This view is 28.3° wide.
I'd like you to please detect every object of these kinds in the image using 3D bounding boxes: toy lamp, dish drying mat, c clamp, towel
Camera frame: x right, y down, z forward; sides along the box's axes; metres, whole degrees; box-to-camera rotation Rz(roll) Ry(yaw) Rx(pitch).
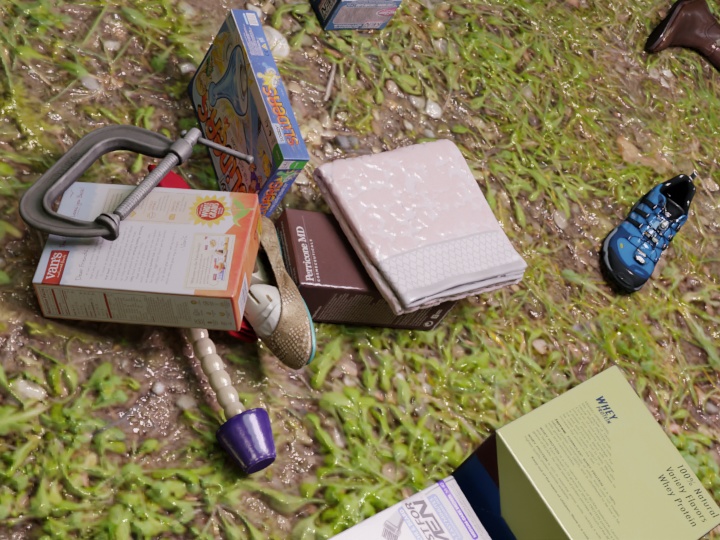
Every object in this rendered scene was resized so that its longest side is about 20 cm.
[{"bbox_3d":[-0.139,0.104,1.401,0.058,0.058,0.201,-11,65,-37],"label":"toy lamp"},{"bbox_3d":[-0.161,-0.019,1.477,0.201,0.018,0.077,63,13,20],"label":"dish drying mat"},{"bbox_3d":[-0.230,-0.090,1.400,0.170,0.027,0.200,23,49,24],"label":"c clamp"},{"bbox_3d":[0.069,-0.053,1.556,0.199,0.032,0.192,-14,65,-39],"label":"towel"}]

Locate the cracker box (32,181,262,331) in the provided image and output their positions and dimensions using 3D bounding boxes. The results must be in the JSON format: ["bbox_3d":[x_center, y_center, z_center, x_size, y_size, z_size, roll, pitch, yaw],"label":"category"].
[{"bbox_3d":[-0.204,-0.015,1.389,0.197,0.058,0.135,5,50,7],"label":"cracker box"}]

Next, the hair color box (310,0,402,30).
[{"bbox_3d":[-0.033,-0.407,1.841,0.099,0.061,0.202,-8,63,-35],"label":"hair color box"}]

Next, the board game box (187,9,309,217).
[{"bbox_3d":[-0.125,-0.162,1.552,0.034,0.136,0.202,-2,58,-33],"label":"board game box"}]

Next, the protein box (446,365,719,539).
[{"bbox_3d":[0.226,0.241,1.472,0.199,0.135,0.199,-22,70,-40],"label":"protein box"}]

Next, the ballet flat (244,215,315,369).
[{"bbox_3d":[-0.103,0.019,1.462,0.065,0.071,0.201,14,35,-36],"label":"ballet flat"}]

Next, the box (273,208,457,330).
[{"bbox_3d":[0.000,0.000,1.554,0.198,0.075,0.101,4,55,-27],"label":"box"}]

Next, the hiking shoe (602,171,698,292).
[{"bbox_3d":[0.367,-0.056,1.812,0.074,0.087,0.201,36,46,-3],"label":"hiking shoe"}]

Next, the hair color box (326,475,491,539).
[{"bbox_3d":[0.036,0.288,1.370,0.199,0.065,0.110,-21,71,-39],"label":"hair color box"}]

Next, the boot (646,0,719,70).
[{"bbox_3d":[0.533,-0.317,2.134,0.200,0.064,0.187,45,48,-2],"label":"boot"}]
